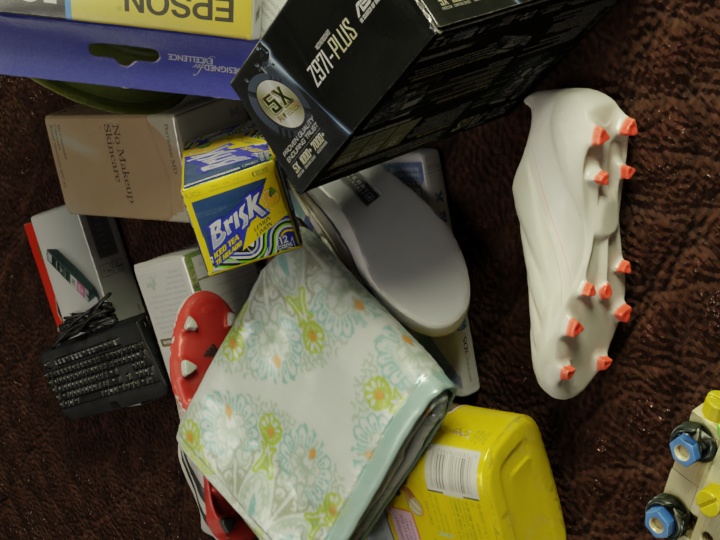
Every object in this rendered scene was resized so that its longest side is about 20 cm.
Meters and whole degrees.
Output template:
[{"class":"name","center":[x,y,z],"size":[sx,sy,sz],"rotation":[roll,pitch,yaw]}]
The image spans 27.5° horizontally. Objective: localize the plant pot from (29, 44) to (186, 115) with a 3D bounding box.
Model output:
[{"class":"plant pot","center":[-0.177,-0.255,1.116],"size":[0.201,0.199,0.190],"rotation":[51,125,20]}]

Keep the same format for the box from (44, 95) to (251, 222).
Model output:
[{"class":"box","center":[-0.175,-0.097,1.242],"size":[0.199,0.077,0.096],"rotation":[4,111,48]}]

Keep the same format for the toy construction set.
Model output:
[{"class":"toy construction set","center":[0.239,0.149,0.887],"size":[0.131,0.092,0.202],"rotation":[36,119,32]}]

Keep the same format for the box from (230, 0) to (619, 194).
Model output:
[{"class":"box","center":[0.048,-0.147,0.880],"size":[0.087,0.199,0.164],"rotation":[56,139,11]}]

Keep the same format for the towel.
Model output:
[{"class":"towel","center":[-0.038,0.100,1.036],"size":[0.171,0.048,0.201],"rotation":[44,117,25]}]

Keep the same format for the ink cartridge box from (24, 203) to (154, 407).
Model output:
[{"class":"ink cartridge box","center":[-0.275,0.038,1.443],"size":[0.173,0.043,0.202],"rotation":[-13,96,48]}]

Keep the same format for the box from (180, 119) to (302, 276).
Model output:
[{"class":"box","center":[-0.088,-0.057,1.055],"size":[0.200,0.069,0.065],"rotation":[-115,7,-74]}]

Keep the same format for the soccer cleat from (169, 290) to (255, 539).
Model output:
[{"class":"soccer cleat","center":[-0.119,0.118,1.169],"size":[0.085,0.068,0.202],"rotation":[-16,85,62]}]

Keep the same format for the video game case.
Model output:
[{"class":"video game case","center":[0.000,0.000,1.134],"size":[0.199,0.022,0.184],"rotation":[2,108,47]}]

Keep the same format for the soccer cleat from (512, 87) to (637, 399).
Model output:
[{"class":"soccer cleat","center":[0.132,-0.018,0.950],"size":[0.077,0.069,0.202],"rotation":[21,114,47]}]

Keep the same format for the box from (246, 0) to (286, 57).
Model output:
[{"class":"box","center":[-0.031,-0.219,1.009],"size":[0.153,0.106,0.201],"rotation":[50,137,22]}]

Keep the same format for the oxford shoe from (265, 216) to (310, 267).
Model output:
[{"class":"oxford shoe","center":[-0.049,0.048,1.160],"size":[0.073,0.070,0.201],"rotation":[-107,20,-47]}]

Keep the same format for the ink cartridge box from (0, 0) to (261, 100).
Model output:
[{"class":"ink cartridge box","center":[-0.160,-0.208,0.962],"size":[0.195,0.047,0.202],"rotation":[6,115,5]}]

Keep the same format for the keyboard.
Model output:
[{"class":"keyboard","center":[-0.256,0.086,1.380],"size":[0.199,0.039,0.105],"rotation":[-19,93,49]}]

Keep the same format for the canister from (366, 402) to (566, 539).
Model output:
[{"class":"canister","center":[0.042,0.160,1.084],"size":[0.198,0.086,0.150],"rotation":[6,124,40]}]

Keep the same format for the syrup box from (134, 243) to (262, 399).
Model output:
[{"class":"syrup box","center":[-0.113,0.076,1.249],"size":[0.081,0.078,0.202],"rotation":[-10,99,49]}]

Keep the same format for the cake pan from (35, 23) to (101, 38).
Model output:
[{"class":"cake pan","center":[-0.210,-0.263,1.023],"size":[0.198,0.037,0.203],"rotation":[4,101,20]}]

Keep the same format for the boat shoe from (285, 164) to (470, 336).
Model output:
[{"class":"boat shoe","center":[0.007,-0.027,1.056],"size":[0.200,0.071,0.070],"rotation":[49,161,19]}]
